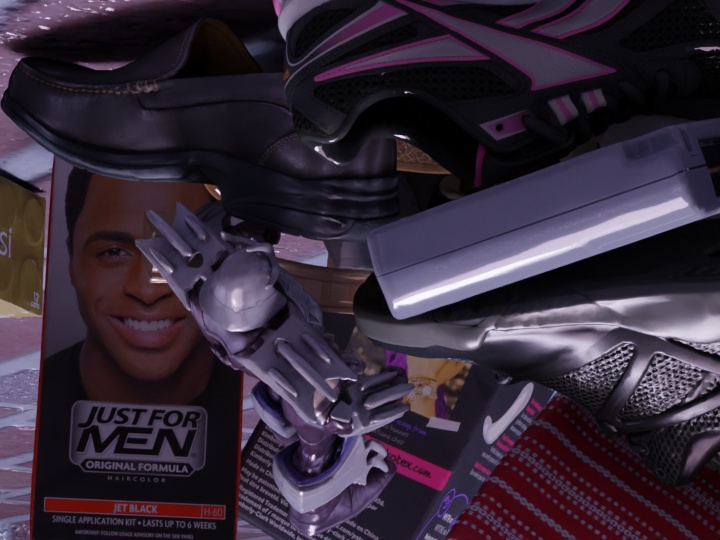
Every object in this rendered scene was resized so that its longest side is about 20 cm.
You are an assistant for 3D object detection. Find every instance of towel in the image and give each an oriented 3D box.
[{"bbox_3d":[0.140,0.100,1.047,0.144,0.200,0.023,36,135,9],"label":"towel"}]

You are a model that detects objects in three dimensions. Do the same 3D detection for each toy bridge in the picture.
[{"bbox_3d":[0.000,0.000,1.109,0.199,0.027,0.067,4,-161,-14],"label":"toy bridge"}]

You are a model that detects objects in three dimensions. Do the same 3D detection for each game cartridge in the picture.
[{"bbox_3d":[0.081,-0.021,0.884,0.133,0.041,0.200,-15,180,21],"label":"game cartridge"}]

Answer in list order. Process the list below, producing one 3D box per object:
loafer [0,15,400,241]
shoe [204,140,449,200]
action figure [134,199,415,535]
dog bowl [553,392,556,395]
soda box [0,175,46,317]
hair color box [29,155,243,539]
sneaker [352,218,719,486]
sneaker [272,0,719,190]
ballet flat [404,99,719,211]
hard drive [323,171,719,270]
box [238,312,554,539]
[{"bbox_3d":[-0.064,-0.070,0.983,0.199,0.073,0.073,16,-165,30],"label":"loafer"},{"bbox_3d":[0.009,-0.074,1.010,0.199,0.054,0.070,-15,128,43],"label":"shoe"},{"bbox_3d":[-0.030,0.033,0.997,0.069,0.130,0.200,-31,153,-6],"label":"action figure"},{"bbox_3d":[0.087,0.068,1.477,0.111,0.050,0.200,15,-174,-39],"label":"dog bowl"},{"bbox_3d":[-0.230,-0.026,1.203,0.064,0.068,0.200,-3,167,18],"label":"soda box"},{"bbox_3d":[-0.107,0.038,1.167,0.101,0.201,0.061,3,168,-7],"label":"hair color box"},{"bbox_3d":[0.096,0.040,1.023,0.198,0.115,0.076,-3,-148,16],"label":"sneaker"},{"bbox_3d":[0.065,-0.068,0.885,0.199,0.087,0.080,0,157,5],"label":"sneaker"},{"bbox_3d":[0.102,-0.055,1.020,0.199,0.069,0.068,-9,163,39],"label":"ballet flat"},{"bbox_3d":[0.077,-0.025,1.130,0.199,0.026,0.132,4,-161,-12],"label":"hard drive"},{"bbox_3d":[0.029,0.064,1.236,0.106,0.201,0.122,29,176,17],"label":"box"}]
